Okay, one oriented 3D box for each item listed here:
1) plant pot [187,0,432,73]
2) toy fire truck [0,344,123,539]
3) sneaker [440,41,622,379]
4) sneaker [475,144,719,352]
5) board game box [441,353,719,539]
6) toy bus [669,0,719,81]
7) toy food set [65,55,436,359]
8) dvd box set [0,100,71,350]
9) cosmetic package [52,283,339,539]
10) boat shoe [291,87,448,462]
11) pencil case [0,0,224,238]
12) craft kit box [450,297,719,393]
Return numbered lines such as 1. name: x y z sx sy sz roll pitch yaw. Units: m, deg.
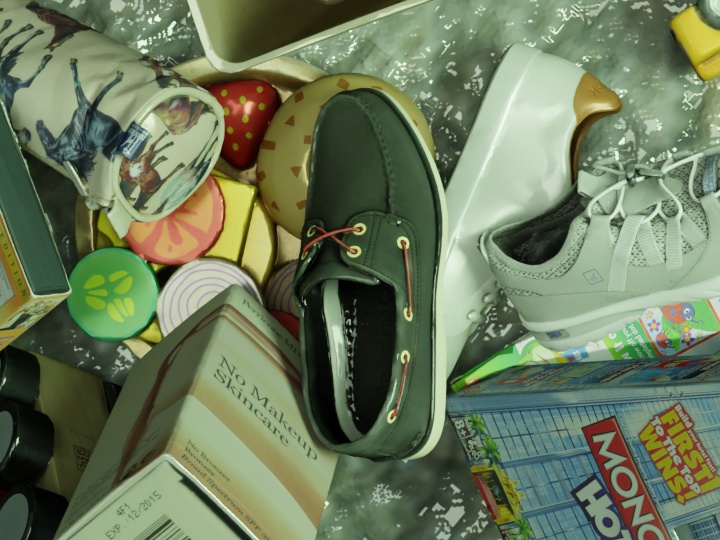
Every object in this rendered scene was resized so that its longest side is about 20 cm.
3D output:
1. plant pot: 0.001 -0.224 1.446 0.200 0.177 0.200 -19 89 9
2. toy fire truck: -0.210 0.159 1.498 0.129 0.176 0.200 22 120 -31
3. sneaker: 0.083 -0.018 1.494 0.085 0.073 0.200 22 93 9
4. sneaker: 0.146 -0.025 1.408 0.200 0.075 0.082 -31 122 30
5. board game box: 0.161 0.121 1.398 0.200 0.062 0.200 -27 87 48
6. toy bus: 0.265 -0.156 1.470 0.200 0.065 0.078 -31 89 7
7. toy food set: -0.063 -0.022 1.527 0.200 0.049 0.198 13 94 7
8. dvd box set: -0.243 -0.007 1.495 0.200 0.029 0.146 -37 69 40
9. cosmetic package: -0.076 0.103 1.421 0.087 0.200 0.103 -40 105 21
10. boat shoe: 0.002 -0.001 1.449 0.074 0.063 0.202 -10 79 33
11. pencil case: -0.174 -0.097 1.496 0.200 0.078 0.089 28 59 28
12. craft kit box: 0.184 0.091 1.500 0.197 0.049 0.200 -33 87 5
